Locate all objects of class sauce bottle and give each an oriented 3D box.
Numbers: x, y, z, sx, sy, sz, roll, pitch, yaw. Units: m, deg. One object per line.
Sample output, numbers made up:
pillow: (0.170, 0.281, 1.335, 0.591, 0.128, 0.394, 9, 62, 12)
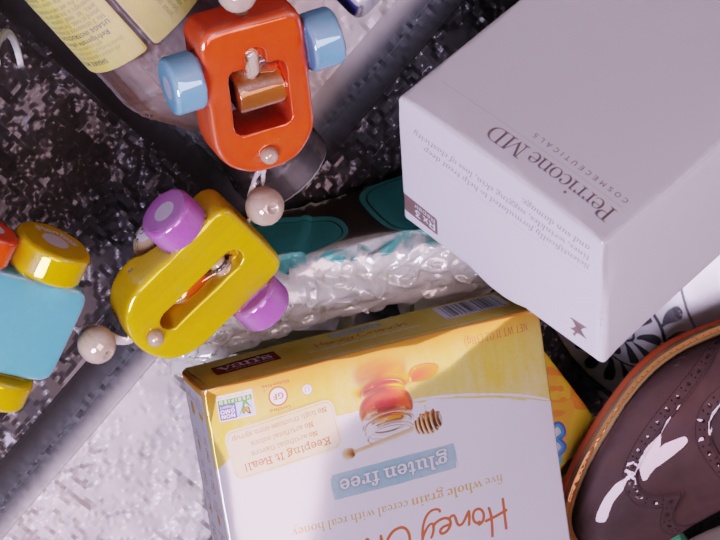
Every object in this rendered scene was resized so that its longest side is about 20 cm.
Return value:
sauce bottle: (-0.089, -0.104, 1.035, 0.065, 0.065, 0.200, -43, 117, -5)

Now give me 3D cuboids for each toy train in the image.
toy train: (-0.099, -0.032, 1.000, 0.199, 0.056, 0.151, -22, 125, -13)

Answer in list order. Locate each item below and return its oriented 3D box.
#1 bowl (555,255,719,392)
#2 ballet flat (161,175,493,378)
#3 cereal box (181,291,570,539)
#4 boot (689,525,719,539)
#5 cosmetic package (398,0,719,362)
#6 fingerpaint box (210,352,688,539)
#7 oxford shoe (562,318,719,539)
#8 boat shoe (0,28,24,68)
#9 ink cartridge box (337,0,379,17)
bowl: (0.184, -0.017, 1.155, 0.200, 0.094, 0.202, -7, 109, -21)
ballet flat: (0.000, 0.000, 1.105, 0.199, 0.072, 0.072, -12, 110, -11)
cereal box: (0.015, 0.121, 1.076, 0.143, 0.040, 0.201, -14, 106, -15)
boot: (0.140, 0.206, 1.224, 0.200, 0.073, 0.090, -42, 124, 2)
cosmetic package: (0.121, -0.071, 1.059, 0.200, 0.113, 0.081, -41, 151, -27)
fingerpaint box: (0.035, 0.144, 1.152, 0.200, 0.073, 0.167, -41, 115, -6)
oxford shoe: (0.164, 0.058, 1.084, 0.200, 0.073, 0.071, -42, 119, 14)
boat shoe: (-0.167, -0.090, 0.985, 0.062, 0.075, 0.201, -4, 121, 9)
ink cartridge box: (-0.002, -0.235, 1.003, 0.200, 0.041, 0.200, 43, 86, -1)
